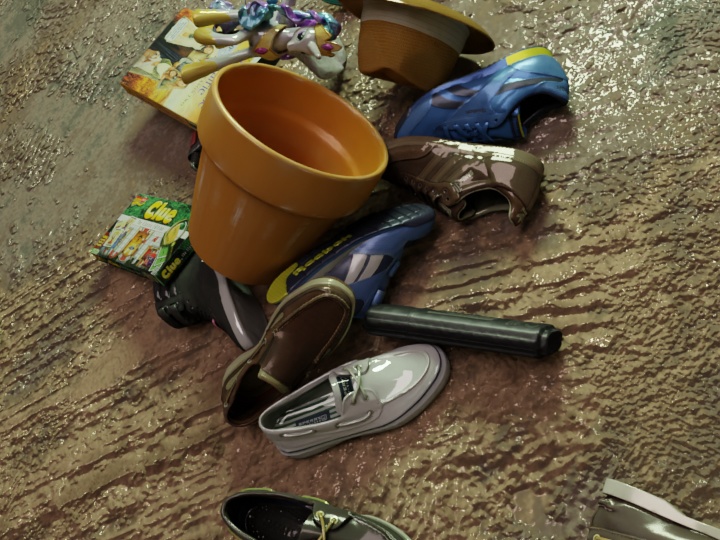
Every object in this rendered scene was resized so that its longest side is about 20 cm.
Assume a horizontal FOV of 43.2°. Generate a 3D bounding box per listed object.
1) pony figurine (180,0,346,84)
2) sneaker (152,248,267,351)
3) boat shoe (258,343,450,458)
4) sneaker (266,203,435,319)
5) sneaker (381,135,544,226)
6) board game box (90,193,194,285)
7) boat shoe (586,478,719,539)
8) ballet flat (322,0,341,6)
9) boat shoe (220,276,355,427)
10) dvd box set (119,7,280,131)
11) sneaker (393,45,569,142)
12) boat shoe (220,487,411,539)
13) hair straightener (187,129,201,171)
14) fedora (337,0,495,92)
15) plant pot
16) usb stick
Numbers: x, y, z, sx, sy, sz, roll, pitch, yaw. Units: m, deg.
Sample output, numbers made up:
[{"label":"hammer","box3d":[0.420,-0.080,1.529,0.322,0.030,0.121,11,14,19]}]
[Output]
[{"label":"pony figurine","box3d":[-0.096,-0.287,1.080,0.199,0.167,0.193,-1,36,18]},{"label":"sneaker","box3d":[-0.175,0.048,1.042,0.099,0.071,0.200,-41,45,6]},{"label":"boat shoe","box3d":[-0.008,0.127,0.896,0.199,0.067,0.074,-32,52,11]},{"label":"sneaker","box3d":[0.000,0.000,0.967,0.199,0.082,0.074,-33,18,-5]},{"label":"sneaker","box3d":[0.091,-0.093,0.963,0.199,0.070,0.076,7,68,33]},{"label":"board game box","box3d":[-0.259,-0.042,1.129,0.200,0.023,0.105,13,59,51]},{"label":"boat shoe","box3d":[0.265,0.222,0.683,0.199,0.072,0.060,20,80,40]},{"label":"ballet flat","box3d":[0.032,-0.391,1.183,0.199,0.068,0.064,-4,34,27]},{"label":"boat shoe","box3d":[-0.074,0.092,0.915,0.202,0.074,0.075,-49,18,33]},{"label":"dvd box set","box3d":[-0.218,-0.268,1.221,0.200,0.029,0.147,32,79,36]},{"label":"sneaker","box3d":[0.129,-0.167,0.987,0.199,0.066,0.079,-23,58,17]},{"label":"boat shoe","box3d":[-0.044,0.251,0.850,0.200,0.061,0.072,4,66,32]},{"label":"hair straightener","box3d":[-0.191,-0.213,1.211,0.077,0.041,0.201,-10,53,24]},{"label":"fedora","box3d":[0.052,-0.246,1.009,0.200,0.200,0.082,20,95,36]},{"label":"plant pot","box3d":[-0.098,-0.091,0.987,0.184,0.199,0.201,-59,43,32]},{"label":"usb stick","box3d":[0.095,0.057,0.887,0.199,0.055,0.033,5,94,32]}]
